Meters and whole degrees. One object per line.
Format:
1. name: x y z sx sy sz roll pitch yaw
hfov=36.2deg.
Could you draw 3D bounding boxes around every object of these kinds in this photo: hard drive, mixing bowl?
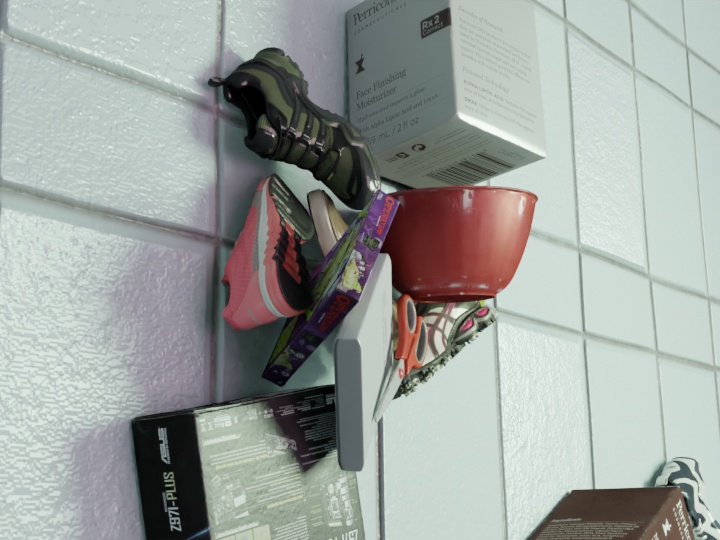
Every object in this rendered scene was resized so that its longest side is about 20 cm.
1. hard drive: 0.006 0.082 1.055 0.200 0.026 0.133 -68 158 -66
2. mixing bowl: 0.100 -0.022 1.212 0.199 0.199 0.110 6 79 -51

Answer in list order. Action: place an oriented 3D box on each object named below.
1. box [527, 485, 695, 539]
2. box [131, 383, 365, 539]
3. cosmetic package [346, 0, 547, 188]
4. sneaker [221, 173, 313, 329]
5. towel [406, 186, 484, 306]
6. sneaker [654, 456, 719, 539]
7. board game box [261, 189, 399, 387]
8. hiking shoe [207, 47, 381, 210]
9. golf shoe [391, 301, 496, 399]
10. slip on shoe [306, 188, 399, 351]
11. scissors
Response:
1. box: 0.323 0.395 1.413 0.200 0.163 0.167 -29 103 -51
2. box: -0.096 0.198 0.997 0.199 0.086 0.165 -5 84 -52
3. cosmetic package: 0.097 -0.216 1.264 0.164 0.164 0.202 15 65 -43
4. sneaker: -0.100 -0.021 1.065 0.074 0.086 0.201 51 22 -32
5. towel: 0.123 -0.055 1.390 0.201 0.023 0.144 58 42 -24
6. sneaker: 0.504 0.399 1.712 0.129 0.079 0.201 -9 88 -51
7. board game box: -0.031 0.021 1.044 0.032 0.200 0.121 25 55 -11
8. hiking shoe: -0.067 -0.127 1.103 0.200 0.076 0.100 48 51 9
9. golf shoe: 0.070 0.078 1.267 0.088 0.077 0.200 49 43 5
10. slip on shoe: 0.000 0.000 1.165 0.076 0.060 0.201 -114 -179 -73
11. scissors: 0.044 0.103 1.113 0.201 0.014 0.074 -76 150 -51
